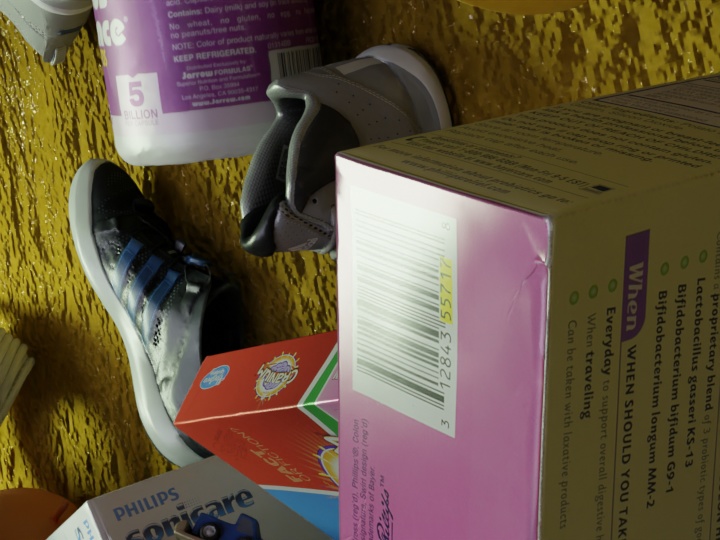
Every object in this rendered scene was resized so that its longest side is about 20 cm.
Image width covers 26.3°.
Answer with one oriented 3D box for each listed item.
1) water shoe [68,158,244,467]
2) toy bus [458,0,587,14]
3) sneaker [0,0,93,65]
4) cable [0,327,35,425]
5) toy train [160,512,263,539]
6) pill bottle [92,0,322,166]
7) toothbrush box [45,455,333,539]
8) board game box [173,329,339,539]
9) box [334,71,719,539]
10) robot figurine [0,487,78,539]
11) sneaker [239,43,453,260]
[{"bbox_3d":[-0.105,0.015,0.909,0.079,0.071,0.201,-29,75,24],"label":"water shoe"},{"bbox_3d":[0.076,-0.219,0.537,0.191,0.135,0.201,-30,75,39],"label":"toy bus"},{"bbox_3d":[-0.240,-0.211,0.982,0.200,0.074,0.082,51,135,28],"label":"sneaker"},{"bbox_3d":[-0.307,0.126,1.093,0.201,0.069,0.200,-59,13,-4],"label":"cable"},{"bbox_3d":[-0.008,0.163,0.767,0.199,0.046,0.034,18,153,12],"label":"toy train"},{"bbox_3d":[-0.082,-0.159,0.765,0.112,0.112,0.202,5,105,52],"label":"pill bottle"},{"bbox_3d":[-0.116,0.179,0.896,0.200,0.146,0.086,-43,68,48],"label":"toothbrush box"},{"bbox_3d":[0.027,0.085,0.690,0.153,0.041,0.199,39,151,-23],"label":"board game box"},{"bbox_3d":[0.096,0.036,0.526,0.096,0.199,0.177,21,118,48],"label":"box"},{"bbox_3d":[-0.247,0.243,1.110,0.144,0.116,0.202,41,132,53],"label":"robot figurine"},{"bbox_3d":[0.000,0.000,0.708,0.075,0.115,0.202,-24,82,53],"label":"sneaker"}]
